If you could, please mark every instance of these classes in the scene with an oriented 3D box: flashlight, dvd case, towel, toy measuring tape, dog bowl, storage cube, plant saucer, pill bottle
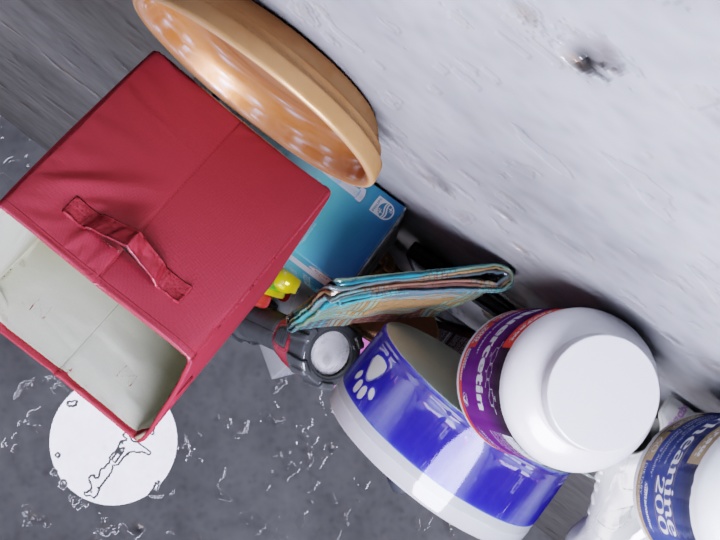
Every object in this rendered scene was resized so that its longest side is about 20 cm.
[{"bbox_3d":[-0.069,0.058,1.459,0.200,0.068,0.068,19,133,62],"label":"flashlight"},{"bbox_3d":[0.128,0.052,1.353,0.200,0.018,0.143,36,173,15],"label":"dvd case"},{"bbox_3d":[0.026,0.025,1.231,0.146,0.022,0.200,-5,172,-14],"label":"towel"},{"bbox_3d":[-0.120,-0.010,1.464,0.199,0.074,0.074,18,162,43],"label":"toy measuring tape"},{"bbox_3d":[0.076,0.133,1.297,0.200,0.079,0.200,35,-170,-7],"label":"dog bowl"},{"bbox_3d":[-0.154,-0.015,1.143,0.171,0.180,0.200,38,148,1],"label":"storage cube"},{"bbox_3d":[-0.062,-0.130,1.034,0.200,0.038,0.200,37,173,5],"label":"plant saucer"},{"bbox_3d":[0.141,0.082,1.105,0.112,0.113,0.200,37,172,-6],"label":"pill bottle"},{"bbox_3d":[0.251,0.147,0.990,0.111,0.111,0.200,37,173,-3],"label":"pill bottle"}]

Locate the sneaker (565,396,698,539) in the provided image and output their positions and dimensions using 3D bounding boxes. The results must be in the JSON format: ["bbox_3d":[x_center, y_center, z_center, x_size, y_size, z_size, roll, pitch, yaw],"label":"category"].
[{"bbox_3d":[0.215,0.164,1.229,0.100,0.075,0.200,44,135,1],"label":"sneaker"}]

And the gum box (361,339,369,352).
[{"bbox_3d":[0.003,0.065,1.604,0.066,0.114,0.200,-4,-169,-24],"label":"gum box"}]

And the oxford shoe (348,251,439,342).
[{"bbox_3d":[0.000,0.000,1.395,0.200,0.071,0.071,45,156,-7],"label":"oxford shoe"}]

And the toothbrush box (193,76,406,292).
[{"bbox_3d":[-0.068,-0.065,1.287,0.200,0.085,0.146,38,172,3],"label":"toothbrush box"}]

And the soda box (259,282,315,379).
[{"bbox_3d":[-0.039,0.041,1.523,0.200,0.063,0.069,-41,66,59],"label":"soda box"}]

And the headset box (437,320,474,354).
[{"bbox_3d":[0.138,0.131,1.580,0.149,0.077,0.200,39,172,-17],"label":"headset box"}]

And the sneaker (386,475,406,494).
[{"bbox_3d":[0.084,0.137,1.456,0.082,0.200,0.070,47,-147,-10],"label":"sneaker"}]

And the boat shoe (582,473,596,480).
[{"bbox_3d":[0.233,0.161,1.314,0.200,0.062,0.075,36,168,-31],"label":"boat shoe"}]
